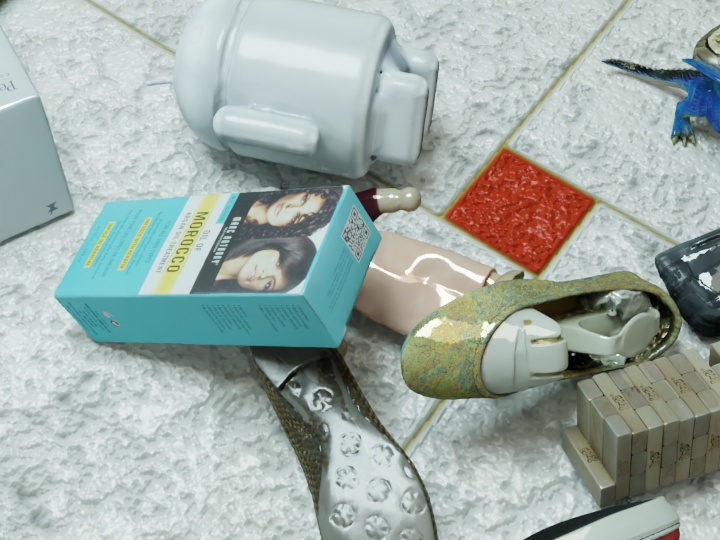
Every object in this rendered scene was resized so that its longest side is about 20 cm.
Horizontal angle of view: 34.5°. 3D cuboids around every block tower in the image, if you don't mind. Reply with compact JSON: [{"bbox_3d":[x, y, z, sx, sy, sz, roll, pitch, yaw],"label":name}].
[{"bbox_3d":[0.223,0.079,0.702,0.196,0.059,0.054,-16,37,-10],"label":"block tower"}]

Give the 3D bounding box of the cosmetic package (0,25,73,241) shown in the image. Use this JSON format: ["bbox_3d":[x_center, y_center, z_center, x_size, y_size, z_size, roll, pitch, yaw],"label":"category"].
[{"bbox_3d":[-0.331,-0.106,0.790,0.197,0.124,0.201,-26,61,-17],"label":"cosmetic package"}]

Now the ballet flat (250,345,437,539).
[{"bbox_3d":[-0.011,0.111,0.689,0.067,0.047,0.202,-28,63,-6],"label":"ballet flat"}]

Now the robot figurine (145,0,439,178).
[{"bbox_3d":[-0.046,-0.132,0.815,0.196,0.115,0.170,13,33,8],"label":"robot figurine"}]

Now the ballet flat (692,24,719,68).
[{"bbox_3d":[0.345,-0.192,0.896,0.197,0.047,0.068,-16,54,-15],"label":"ballet flat"}]

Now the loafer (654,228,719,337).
[{"bbox_3d":[0.287,-0.030,0.777,0.198,0.068,0.071,-28,69,-14],"label":"loafer"}]

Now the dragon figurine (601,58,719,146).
[{"bbox_3d":[0.262,-0.129,0.824,0.058,0.100,0.201,-28,57,-19],"label":"dragon figurine"}]

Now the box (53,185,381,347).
[{"bbox_3d":[-0.091,-0.001,0.714,0.197,0.049,0.083,-2,50,33],"label":"box"}]

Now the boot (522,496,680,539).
[{"bbox_3d":[0.117,0.216,0.619,0.198,0.072,0.146,-21,80,-32],"label":"boot"}]

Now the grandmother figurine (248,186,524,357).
[{"bbox_3d":[0.000,0.000,0.762,0.197,0.061,0.123,24,73,18],"label":"grandmother figurine"}]

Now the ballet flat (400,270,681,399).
[{"bbox_3d":[0.117,0.040,0.696,0.197,0.071,0.071,-10,53,-33],"label":"ballet flat"}]
